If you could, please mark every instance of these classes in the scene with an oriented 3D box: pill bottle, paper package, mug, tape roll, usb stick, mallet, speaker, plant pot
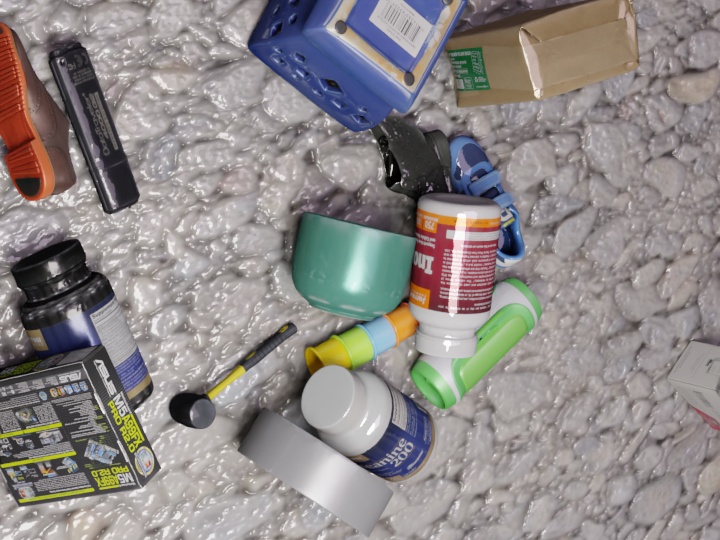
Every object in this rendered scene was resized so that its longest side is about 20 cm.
[{"bbox_3d":[0.121,0.006,1.494,0.111,0.113,0.204,-1,102,-27],"label":"pill bottle"},{"bbox_3d":[0.240,-0.294,1.532,0.188,0.199,0.105,-20,104,-25],"label":"paper package"},{"bbox_3d":[0.000,0.001,1.464,0.182,0.151,0.117,12,93,-28],"label":"mug"},{"bbox_3d":[0.011,0.196,1.477,0.200,0.110,0.112,38,77,-48],"label":"pill bottle"},{"bbox_3d":[-0.326,0.073,1.323,0.111,0.111,0.203,-27,107,-22],"label":"pill bottle"},{"bbox_3d":[-0.057,0.254,1.433,0.199,0.199,0.067,39,77,-25],"label":"tape roll"},{"bbox_3d":[-0.314,-0.166,1.345,0.055,0.032,0.203,-33,111,-45],"label":"usb stick"},{"bbox_3d":[-0.152,0.131,1.446,0.199,0.066,0.042,-37,111,-20],"label":"mallet"},{"bbox_3d":[0.163,0.101,1.598,0.199,0.088,0.089,-42,112,-18],"label":"speaker"},{"bbox_3d":[0.006,-0.310,1.421,0.199,0.179,0.202,34,79,-26],"label":"plant pot"}]

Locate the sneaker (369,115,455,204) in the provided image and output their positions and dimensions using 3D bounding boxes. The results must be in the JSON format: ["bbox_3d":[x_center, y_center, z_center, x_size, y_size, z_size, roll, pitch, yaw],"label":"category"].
[{"bbox_3d":[0.077,-0.117,1.547,0.103,0.060,0.204,-15,97,-26],"label":"sneaker"}]

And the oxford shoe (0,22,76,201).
[{"bbox_3d":[-0.381,-0.183,1.306,0.072,0.070,0.204,-23,102,-56],"label":"oxford shoe"}]

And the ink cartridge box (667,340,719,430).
[{"bbox_3d":[0.601,0.197,1.771,0.146,0.199,0.083,44,76,-24],"label":"ink cartridge box"}]

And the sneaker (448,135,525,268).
[{"bbox_3d":[0.178,-0.095,1.587,0.073,0.082,0.203,-29,106,-20],"label":"sneaker"}]

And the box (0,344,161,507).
[{"bbox_3d":[-0.341,0.179,1.286,0.044,0.197,0.163,-47,119,-56],"label":"box"}]

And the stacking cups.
[{"bbox_3d":[0.020,0.085,1.537,0.198,0.060,0.061,-29,108,-24],"label":"stacking cups"}]
